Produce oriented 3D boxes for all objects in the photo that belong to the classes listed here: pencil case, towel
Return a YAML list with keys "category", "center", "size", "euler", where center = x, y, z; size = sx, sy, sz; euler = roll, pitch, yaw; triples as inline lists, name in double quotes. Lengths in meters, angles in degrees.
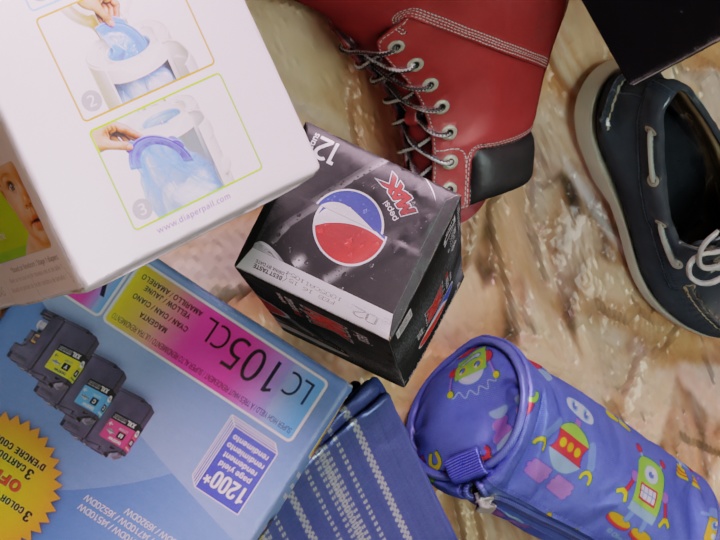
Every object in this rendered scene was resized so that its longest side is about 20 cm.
- category: "pencil case"
  center: [0.109, 0.109, 0.946]
  size: [0.200, 0.078, 0.087]
  euler: [33, 53, -39]
- category: "towel"
  center: [-0.038, 0.158, 0.834]
  size: [0.200, 0.024, 0.145]
  euler: [-40, 126, -21]

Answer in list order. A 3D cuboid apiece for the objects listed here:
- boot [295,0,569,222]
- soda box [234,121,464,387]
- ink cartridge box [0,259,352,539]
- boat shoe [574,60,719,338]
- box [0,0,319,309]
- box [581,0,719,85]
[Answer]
- category: "boot"
  center: [0.017, -0.088, 0.817]
  size: [0.200, 0.072, 0.144]
  euler: [-1, 106, -44]
- category: "soda box"
  center: [0.000, 0.000, 0.758]
  size: [0.063, 0.071, 0.200]
  euler: [-64, 173, -7]
- category: "ink cartridge box"
  center: [-0.113, 0.096, 0.727]
  size: [0.136, 0.076, 0.200]
  euler: [32, 82, 3]
- category: "boat shoe"
  center: [0.182, -0.032, 0.972]
  size: [0.075, 0.062, 0.200]
  euler: [-44, 127, -21]
- category: "box"
  center: [-0.118, -0.098, 0.642]
  size: [0.101, 0.112, 0.200]
  euler: [-28, 99, -28]
- category: "box"
  center: [0.163, -0.220, 0.819]
  size: [0.182, 0.104, 0.200]
  euler: [-32, 93, -29]
